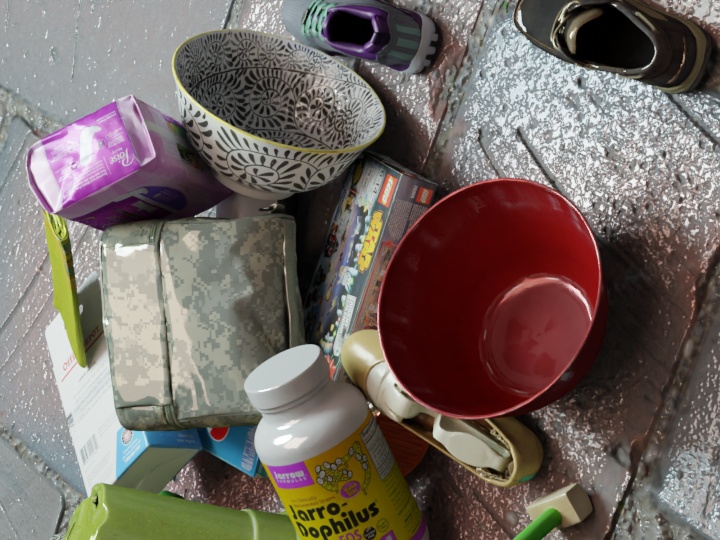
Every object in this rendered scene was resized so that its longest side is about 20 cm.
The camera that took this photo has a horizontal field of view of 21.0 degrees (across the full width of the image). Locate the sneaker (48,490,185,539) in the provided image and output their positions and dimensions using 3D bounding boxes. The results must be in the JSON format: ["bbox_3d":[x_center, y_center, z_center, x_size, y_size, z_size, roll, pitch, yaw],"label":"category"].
[{"bbox_3d":[-0.241,0.270,1.969,0.199,0.078,0.086,-13,68,35],"label":"sneaker"}]

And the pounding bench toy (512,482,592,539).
[{"bbox_3d":[0.138,0.263,1.515,0.124,0.155,0.201,-37,60,36],"label":"pounding bench toy"}]

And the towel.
[{"bbox_3d":[-0.279,0.002,1.801,0.201,0.018,0.087,93,160,-52],"label":"towel"}]

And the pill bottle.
[{"bbox_3d":[-0.024,0.167,1.645,0.104,0.104,0.201,-8,115,44],"label":"pill bottle"}]

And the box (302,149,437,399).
[{"bbox_3d":[0.000,0.000,1.734,0.137,0.040,0.202,35,108,67],"label":"box"}]

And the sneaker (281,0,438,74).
[{"bbox_3d":[-0.021,-0.235,1.793,0.199,0.087,0.075,19,98,45],"label":"sneaker"}]

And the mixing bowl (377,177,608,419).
[{"bbox_3d":[0.124,0.037,1.577,0.199,0.108,0.202,-11,66,26],"label":"mixing bowl"}]

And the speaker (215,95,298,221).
[{"bbox_3d":[-0.100,-0.061,1.855,0.081,0.081,0.202,-2,82,45],"label":"speaker"}]

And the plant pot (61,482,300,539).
[{"bbox_3d":[-0.174,0.281,1.756,0.201,0.189,0.201,-56,20,33],"label":"plant pot"}]

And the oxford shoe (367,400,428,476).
[{"bbox_3d":[0.030,0.120,1.721,0.201,0.071,0.073,-55,28,23],"label":"oxford shoe"}]

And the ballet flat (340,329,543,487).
[{"bbox_3d":[0.063,0.114,1.620,0.199,0.063,0.069,30,113,13],"label":"ballet flat"}]

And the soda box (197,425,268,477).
[{"bbox_3d":[-0.132,0.137,1.870,0.199,0.067,0.065,24,103,45],"label":"soda box"}]

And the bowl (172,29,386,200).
[{"bbox_3d":[-0.084,-0.126,1.755,0.201,0.199,0.095,49,133,37],"label":"bowl"}]

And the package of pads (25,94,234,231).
[{"bbox_3d":[-0.206,-0.087,1.751,0.120,0.200,0.076,-26,76,13],"label":"package of pads"}]

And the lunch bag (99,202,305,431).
[{"bbox_3d":[-0.129,0.048,1.738,0.166,0.139,0.202,-7,84,25],"label":"lunch bag"}]

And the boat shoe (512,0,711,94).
[{"bbox_3d":[0.194,-0.199,1.581,0.199,0.073,0.075,22,100,45],"label":"boat shoe"}]

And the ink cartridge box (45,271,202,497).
[{"bbox_3d":[-0.232,0.114,1.876,0.116,0.067,0.201,-45,53,37],"label":"ink cartridge box"}]
